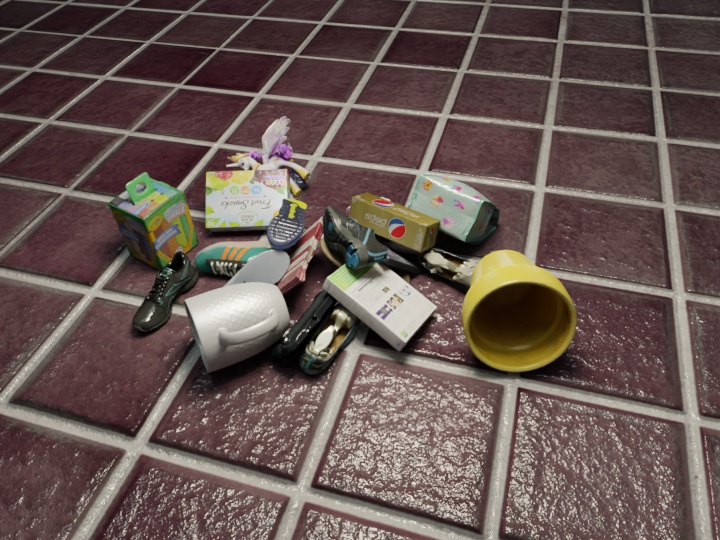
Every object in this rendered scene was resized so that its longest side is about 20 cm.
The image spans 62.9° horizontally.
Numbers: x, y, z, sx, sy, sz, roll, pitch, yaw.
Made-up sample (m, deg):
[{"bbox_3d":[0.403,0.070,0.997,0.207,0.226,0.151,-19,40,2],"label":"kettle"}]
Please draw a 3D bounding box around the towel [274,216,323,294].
[{"bbox_3d":[-0.143,-0.018,1.283,0.023,0.144,0.200,38,42,-20],"label":"towel"}]

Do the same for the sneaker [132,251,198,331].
[{"bbox_3d":[-0.426,0.042,1.261,0.075,0.079,0.200,13,48,16],"label":"sneaker"}]

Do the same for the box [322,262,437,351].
[{"bbox_3d":[0.041,0.054,1.183,0.200,0.036,0.144,40,41,10],"label":"box"}]

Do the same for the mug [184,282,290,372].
[{"bbox_3d":[-0.224,0.100,1.119,0.175,0.148,0.200,-19,12,-20],"label":"mug"}]

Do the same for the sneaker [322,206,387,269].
[{"bbox_3d":[-0.018,-0.068,1.222,0.082,0.073,0.200,-8,39,-27],"label":"sneaker"}]

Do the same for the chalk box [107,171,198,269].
[{"bbox_3d":[-0.474,-0.124,1.346,0.124,0.200,0.124,24,50,25],"label":"chalk box"}]

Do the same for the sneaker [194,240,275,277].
[{"bbox_3d":[-0.275,-0.016,1.315,0.199,0.072,0.080,-8,46,1],"label":"sneaker"}]

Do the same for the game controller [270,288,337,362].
[{"bbox_3d":[-0.103,0.102,1.174,0.042,0.104,0.200,42,52,-5],"label":"game controller"}]

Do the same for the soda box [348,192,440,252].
[{"bbox_3d":[0.073,-0.109,1.307,0.200,0.064,0.068,25,28,27],"label":"soda box"}]

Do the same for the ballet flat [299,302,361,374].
[{"bbox_3d":[-0.050,0.119,1.163,0.074,0.074,0.200,17,49,20],"label":"ballet flat"}]

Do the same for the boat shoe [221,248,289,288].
[{"bbox_3d":[-0.238,0.027,1.258,0.202,0.075,0.086,-44,13,-10],"label":"boat shoe"}]

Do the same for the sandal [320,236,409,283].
[{"bbox_3d":[-0.002,0.004,1.288,0.211,0.070,0.078,24,46,-5],"label":"sandal"}]

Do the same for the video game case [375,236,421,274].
[{"bbox_3d":[0.029,-0.058,1.312,0.200,0.019,0.143,37,12,34],"label":"video game case"}]

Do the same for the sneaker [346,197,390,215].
[{"bbox_3d":[0.069,-0.138,1.416,0.199,0.075,0.100,20,48,21],"label":"sneaker"}]

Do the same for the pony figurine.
[{"bbox_3d":[-0.227,-0.280,1.545,0.200,0.167,0.193,42,69,17],"label":"pony figurine"}]

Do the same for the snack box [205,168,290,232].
[{"bbox_3d":[-0.273,-0.170,1.439,0.199,0.053,0.143,-3,82,1],"label":"snack box"}]

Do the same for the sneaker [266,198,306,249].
[{"bbox_3d":[-0.164,-0.089,1.313,0.074,0.082,0.200,19,29,-3],"label":"sneaker"}]

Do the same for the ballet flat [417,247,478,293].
[{"bbox_3d":[0.205,-0.001,1.268,0.200,0.073,0.073,26,51,29],"label":"ballet flat"}]

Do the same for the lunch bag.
[{"bbox_3d":[0.223,-0.143,1.366,0.170,0.122,0.200,29,16,23],"label":"lunch bag"}]

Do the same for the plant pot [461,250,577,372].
[{"bbox_3d":[0.289,0.060,1.131,0.200,0.201,0.189,-1,28,2],"label":"plant pot"}]
